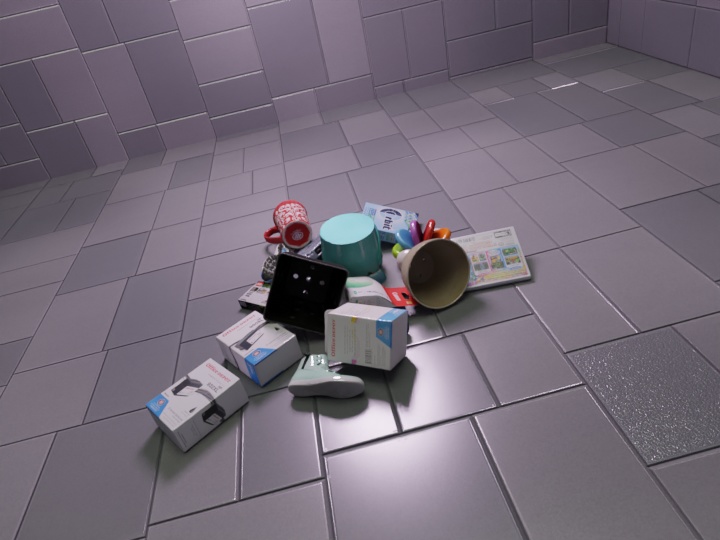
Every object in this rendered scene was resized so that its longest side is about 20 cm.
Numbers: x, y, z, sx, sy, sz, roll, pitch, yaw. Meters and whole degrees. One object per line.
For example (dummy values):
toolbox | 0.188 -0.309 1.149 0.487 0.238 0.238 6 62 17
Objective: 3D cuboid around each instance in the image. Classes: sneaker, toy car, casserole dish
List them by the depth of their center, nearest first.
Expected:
sneaker | -0.078 0.256 1.373 0.200 0.074 0.118 -3 41 19
toy car | 0.196 -0.092 1.732 0.199 0.150 0.175 -4 34 13
casserole dish | 0.000 0.000 1.767 0.121 0.039 0.200 -25 36 -16
sneaker | -0.287 -0.009 1.848 0.078 0.090 0.200 31 30 -3

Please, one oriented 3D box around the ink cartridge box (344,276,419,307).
ink cartridge box | 0.056 0.061 1.578 0.199 0.050 0.161 -5 19 -8

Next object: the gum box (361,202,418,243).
gum box | 0.099 -0.163 1.914 0.199 0.045 0.170 12 36 3

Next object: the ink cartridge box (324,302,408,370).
ink cartridge box | 0.008 0.163 1.399 0.200 0.129 0.125 7 13 23

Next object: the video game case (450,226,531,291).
video game case | 0.388 -0.036 1.633 0.199 0.024 0.182 -11 60 2

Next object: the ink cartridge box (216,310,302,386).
ink cartridge box | -0.283 0.211 1.506 0.144 0.084 0.200 -35 39 -31

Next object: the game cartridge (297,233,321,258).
game cartridge | -0.153 -0.084 1.896 0.200 0.042 0.133 -47 15 -34

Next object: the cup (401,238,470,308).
cup | 0.197 0.000 1.585 0.200 0.201 0.143 -24 16 -16

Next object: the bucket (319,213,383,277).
bucket | -0.032 -0.082 1.732 0.207 0.135 0.207 -6 37 5

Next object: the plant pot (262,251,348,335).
plant pot | -0.156 0.048 1.580 0.199 0.200 0.177 14 12 -7

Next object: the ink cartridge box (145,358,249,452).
ink cartridge box | -0.409 0.332 1.369 0.145 0.084 0.200 21 46 41

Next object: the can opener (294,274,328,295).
can opener | -0.174 0.050 1.738 0.199 0.053 0.067 1 35 22

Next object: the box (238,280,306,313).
box | -0.279 0.092 1.727 0.200 0.035 0.110 11 40 31

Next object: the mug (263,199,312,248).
mug | -0.256 -0.148 1.995 0.178 0.133 0.200 -56 26 12
